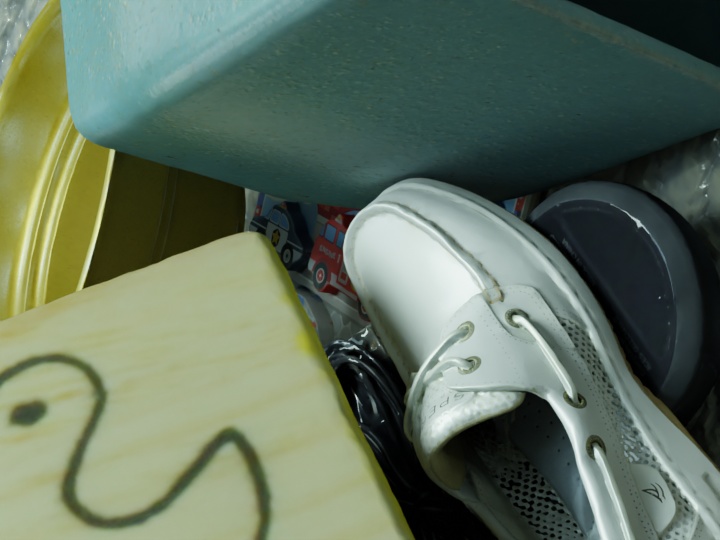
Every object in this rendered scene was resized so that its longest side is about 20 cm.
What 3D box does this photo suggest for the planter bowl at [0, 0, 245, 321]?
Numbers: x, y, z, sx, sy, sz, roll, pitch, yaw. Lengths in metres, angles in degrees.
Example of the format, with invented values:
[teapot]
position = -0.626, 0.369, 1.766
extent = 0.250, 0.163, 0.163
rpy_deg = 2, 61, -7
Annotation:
[planter bowl]
position = -0.103, -0.015, 0.895
extent = 0.200, 0.083, 0.201
rpy_deg = -41, 41, 50

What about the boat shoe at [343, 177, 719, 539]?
[boat shoe]
position = 0.048, 0.044, 0.704
extent = 0.200, 0.069, 0.071
rpy_deg = 49, 132, 31

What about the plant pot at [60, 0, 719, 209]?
[plant pot]
position = -0.004, -0.124, 0.763
extent = 0.200, 0.195, 0.197
rpy_deg = -29, 60, 39

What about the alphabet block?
[alphabet block]
position = -0.080, 0.140, 0.729
extent = 0.197, 0.199, 0.196
rpy_deg = 78, 168, -47

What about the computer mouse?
[computer mouse]
position = 0.069, 0.039, 0.774
extent = 0.200, 0.053, 0.139
rpy_deg = -49, 61, 43

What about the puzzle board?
[puzzle board]
position = 0.000, 0.000, 0.925
extent = 0.200, 0.017, 0.151
rpy_deg = 31, 109, 55
